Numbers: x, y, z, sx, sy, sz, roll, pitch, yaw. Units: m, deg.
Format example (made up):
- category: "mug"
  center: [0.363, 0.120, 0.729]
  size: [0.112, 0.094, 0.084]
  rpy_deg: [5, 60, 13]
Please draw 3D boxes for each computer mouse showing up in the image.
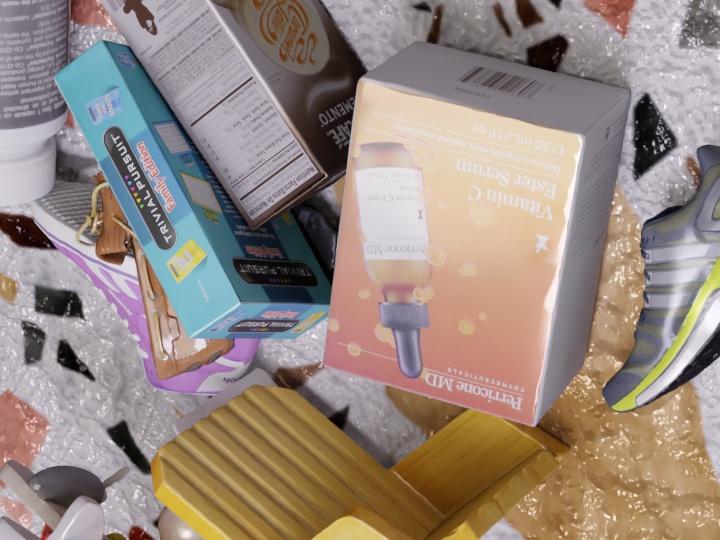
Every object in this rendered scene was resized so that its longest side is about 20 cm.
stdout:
- category: "computer mouse"
  center: [0.000, 0.000, 1.612]
  size: [0.200, 0.034, 0.059]
  rpy_deg: [24, 103, 16]

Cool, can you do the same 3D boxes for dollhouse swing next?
- category: "dollhouse swing"
  center: [-0.005, 0.128, 1.557]
  size: [0.176, 0.200, 0.182]
  rpy_deg: [52, 127, 4]

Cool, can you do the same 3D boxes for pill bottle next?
- category: "pill bottle"
  center: [-0.263, -0.155, 1.659]
  size: [0.113, 0.113, 0.201]
  rpy_deg: [16, 116, 26]

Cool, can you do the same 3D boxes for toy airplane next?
- category: "toy airplane"
  center: [-0.155, 0.200, 1.575]
  size: [0.200, 0.141, 0.199]
  rpy_deg: [49, 165, -10]

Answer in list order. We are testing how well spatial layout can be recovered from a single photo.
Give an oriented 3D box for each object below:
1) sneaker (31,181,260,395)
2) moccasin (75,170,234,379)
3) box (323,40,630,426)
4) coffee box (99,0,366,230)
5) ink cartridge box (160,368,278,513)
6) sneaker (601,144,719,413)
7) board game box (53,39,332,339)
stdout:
- category: "sneaker"
  center: [-0.166, 0.022, 1.697]
  size: [0.200, 0.073, 0.115]
  rpy_deg: [32, 126, 18]
- category: "moccasin"
  center: [-0.156, -0.023, 1.613]
  size: [0.078, 0.074, 0.202]
  rpy_deg: [-22, 89, -7]
- category: "box"
  center: [0.073, -0.026, 1.488]
  size: [0.152, 0.106, 0.201]
  rpy_deg: [14, 113, 18]
- category: "coffee box"
  center: [-0.075, -0.142, 1.546]
  size: [0.080, 0.114, 0.200]
  rpy_deg: [-34, 90, 35]
- category: "ink cartridge box"
  center: [-0.058, 0.181, 1.664]
  size: [0.200, 0.116, 0.067]
  rpy_deg: [53, 129, 4]
- category: "sneaker"
  center: [0.205, 0.006, 1.464]
  size: [0.081, 0.074, 0.200]
  rpy_deg: [42, 118, 19]
- category: "board game box"
  center: [-0.107, -0.050, 1.549]
  size: [0.047, 0.151, 0.200]
  rpy_deg: [-34, 75, 20]
